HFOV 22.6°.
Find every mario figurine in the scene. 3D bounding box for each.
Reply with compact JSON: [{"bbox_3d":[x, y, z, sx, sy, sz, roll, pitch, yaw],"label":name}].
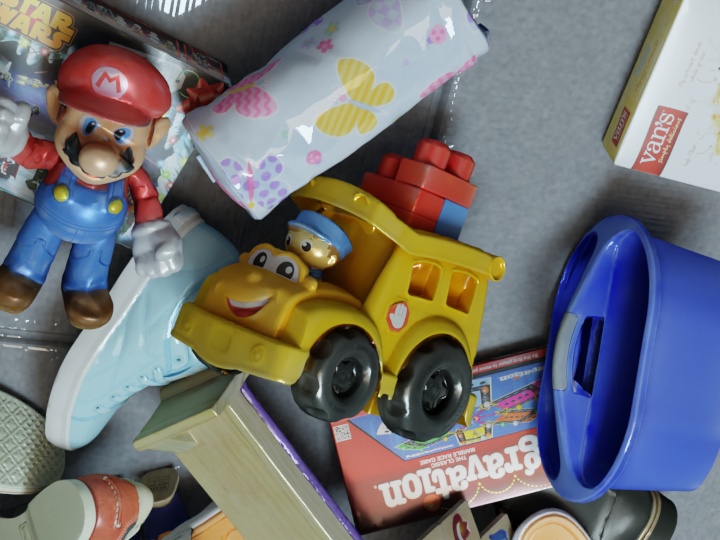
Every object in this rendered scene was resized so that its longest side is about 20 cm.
[{"bbox_3d":[-0.174,-0.047,1.114,0.123,0.106,0.200,-14,137,-42],"label":"mario figurine"}]

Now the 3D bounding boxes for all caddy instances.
[{"bbox_3d":[0.181,0.064,1.248,0.105,0.141,0.201,11,86,-21],"label":"caddy"}]

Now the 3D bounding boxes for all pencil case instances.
[{"bbox_3d":[-0.017,-0.120,1.138,0.200,0.091,0.083,-38,121,-2],"label":"pencil case"}]

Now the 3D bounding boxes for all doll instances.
[{"bbox_3d":[-0.147,0.246,1.365,0.136,0.049,0.201,-12,120,-5],"label":"doll"}]

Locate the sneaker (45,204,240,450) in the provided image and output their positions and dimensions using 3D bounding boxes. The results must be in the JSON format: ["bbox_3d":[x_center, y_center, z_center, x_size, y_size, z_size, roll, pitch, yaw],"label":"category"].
[{"bbox_3d":[-0.145,0.057,1.230,0.082,0.074,0.200,37,112,11],"label":"sneaker"}]

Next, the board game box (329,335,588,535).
[{"bbox_3d":[0.082,0.122,1.326,0.199,0.019,0.103,-14,95,-1],"label":"board game box"}]

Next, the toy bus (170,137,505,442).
[{"bbox_3d":[0.000,0.000,1.174,0.200,0.136,0.193,15,95,-47],"label":"toy bus"}]

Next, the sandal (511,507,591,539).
[{"bbox_3d":[0.178,0.269,1.343,0.079,0.059,0.207,-37,114,-1],"label":"sandal"}]

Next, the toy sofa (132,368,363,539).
[{"bbox_3d":[-0.058,0.151,1.266,0.083,0.098,0.200,-24,110,36],"label":"toy sofa"}]

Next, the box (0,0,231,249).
[{"bbox_3d":[-0.202,-0.113,1.160,0.200,0.040,0.137,24,112,-21],"label":"box"}]

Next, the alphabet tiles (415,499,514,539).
[{"bbox_3d":[0.076,0.277,1.304,0.167,0.008,0.201,-36,115,-39],"label":"alphabet tiles"}]

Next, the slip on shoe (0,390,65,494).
[{"bbox_3d":[-0.304,0.115,1.264,0.199,0.074,0.061,14,155,-25],"label":"slip on shoe"}]

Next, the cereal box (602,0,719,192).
[{"bbox_3d":[0.284,-0.118,1.237,0.199,0.040,0.144,12,116,-16],"label":"cereal box"}]

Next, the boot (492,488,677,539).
[{"bbox_3d":[0.131,0.223,1.392,0.138,0.077,0.200,34,96,-20],"label":"boot"}]

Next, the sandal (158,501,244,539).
[{"bbox_3d":[-0.113,0.218,1.281,0.207,0.059,0.079,-39,118,-32],"label":"sandal"}]

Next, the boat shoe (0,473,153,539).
[{"bbox_3d":[-0.227,0.194,1.291,0.062,0.071,0.200,-4,158,-45],"label":"boat shoe"}]
